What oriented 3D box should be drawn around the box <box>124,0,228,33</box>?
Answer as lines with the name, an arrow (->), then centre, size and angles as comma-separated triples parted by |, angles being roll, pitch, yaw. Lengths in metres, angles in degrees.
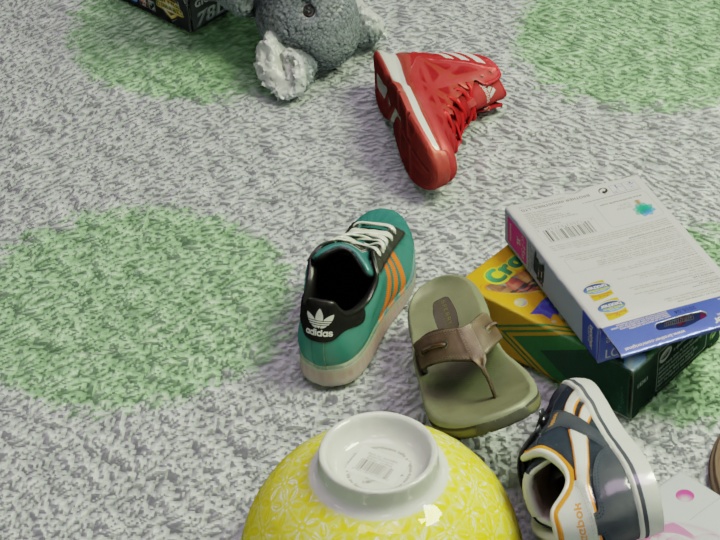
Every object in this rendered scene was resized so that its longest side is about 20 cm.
box -> -0.173, -0.338, 1.968 | 0.198, 0.050, 0.199 | 29, 51, 36

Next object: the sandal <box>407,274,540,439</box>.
sandal -> 0.069, 0.055, 1.370 | 0.079, 0.058, 0.201 | -23, 33, -2

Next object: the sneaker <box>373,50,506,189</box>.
sneaker -> 0.084, -0.148, 1.689 | 0.114, 0.079, 0.201 | -10, 39, -9

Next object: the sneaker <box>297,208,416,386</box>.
sneaker -> 0.000, 0.000, 1.492 | 0.071, 0.080, 0.201 | 7, 38, 12

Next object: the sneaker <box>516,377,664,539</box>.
sneaker -> 0.142, 0.130, 1.289 | 0.079, 0.079, 0.200 | -16, 15, -3

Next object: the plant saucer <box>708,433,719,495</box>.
plant saucer -> 0.346, 0.142, 1.333 | 0.198, 0.030, 0.201 | -1, 37, 1

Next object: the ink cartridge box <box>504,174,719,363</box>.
ink cartridge box -> 0.202, 0.004, 1.428 | 0.118, 0.042, 0.200 | -14, 36, -16

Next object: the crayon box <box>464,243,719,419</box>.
crayon box -> 0.165, 0.025, 1.477 | 0.199, 0.052, 0.125 | 26, 45, 33

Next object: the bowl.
bowl -> 0.013, 0.160, 1.262 | 0.198, 0.108, 0.201 | -2, 37, 1

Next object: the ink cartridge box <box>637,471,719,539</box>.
ink cartridge box -> 0.216, 0.234, 1.210 | 0.199, 0.044, 0.196 | -30, 46, -33

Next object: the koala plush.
koala plush -> -0.071, -0.271, 1.797 | 0.200, 0.184, 0.177 | 51, 54, -1
